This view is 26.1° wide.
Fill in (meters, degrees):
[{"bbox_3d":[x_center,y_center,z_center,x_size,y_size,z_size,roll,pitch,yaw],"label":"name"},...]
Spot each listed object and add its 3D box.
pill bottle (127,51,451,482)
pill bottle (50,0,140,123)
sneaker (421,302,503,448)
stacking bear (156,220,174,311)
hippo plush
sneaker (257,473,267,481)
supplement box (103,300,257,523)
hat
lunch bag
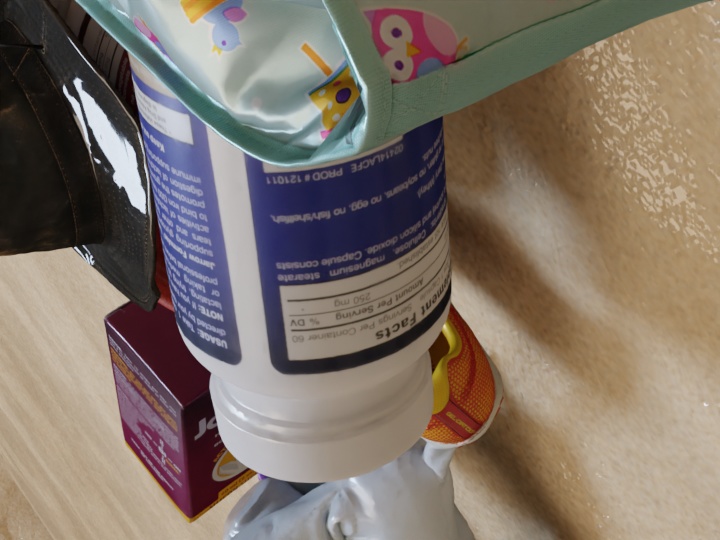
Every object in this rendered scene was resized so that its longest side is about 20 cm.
[{"bbox_3d":[-0.023,-0.022,0.612,0.116,0.115,0.201,33,139,44],"label":"pill bottle"},{"bbox_3d":[-0.072,-0.098,0.754,0.200,0.113,0.113,39,153,38],"label":"pill bottle"},{"bbox_3d":[0.000,0.000,0.760,0.200,0.073,0.077,47,-177,37],"label":"sneaker"},{"bbox_3d":[-0.106,-0.035,0.924,0.200,0.113,0.122,-171,90,-77],"label":"stacking bear"},{"bbox_3d":[0.036,0.154,0.870,0.161,0.200,0.159,49,-156,-11],"label":"hippo plush"},{"bbox_3d":[-0.036,0.081,0.969,0.080,0.088,0.201,43,154,32],"label":"sneaker"},{"bbox_3d":[-0.103,0.078,1.073,0.086,0.110,0.200,46,157,21],"label":"supplement box"},{"bbox_3d":[-0.175,-0.057,0.758,0.201,0.081,0.201,44,149,36],"label":"hat"},{"bbox_3d":[0.006,-0.122,0.470,0.200,0.170,0.122,40,142,36],"label":"lunch bag"}]
